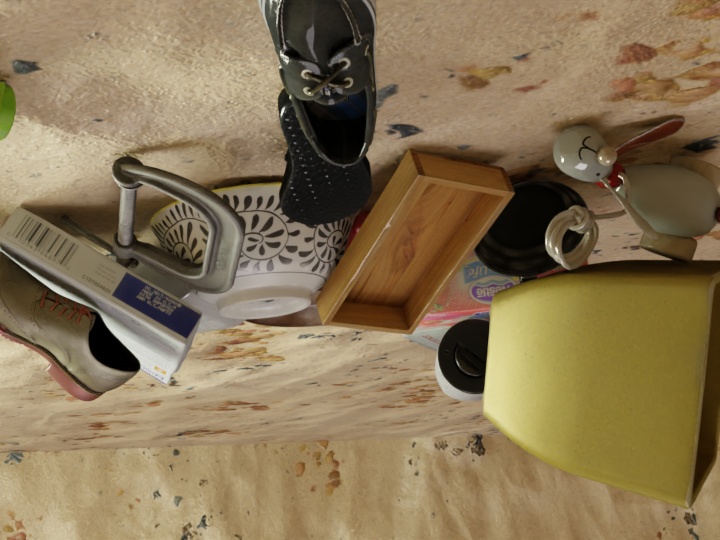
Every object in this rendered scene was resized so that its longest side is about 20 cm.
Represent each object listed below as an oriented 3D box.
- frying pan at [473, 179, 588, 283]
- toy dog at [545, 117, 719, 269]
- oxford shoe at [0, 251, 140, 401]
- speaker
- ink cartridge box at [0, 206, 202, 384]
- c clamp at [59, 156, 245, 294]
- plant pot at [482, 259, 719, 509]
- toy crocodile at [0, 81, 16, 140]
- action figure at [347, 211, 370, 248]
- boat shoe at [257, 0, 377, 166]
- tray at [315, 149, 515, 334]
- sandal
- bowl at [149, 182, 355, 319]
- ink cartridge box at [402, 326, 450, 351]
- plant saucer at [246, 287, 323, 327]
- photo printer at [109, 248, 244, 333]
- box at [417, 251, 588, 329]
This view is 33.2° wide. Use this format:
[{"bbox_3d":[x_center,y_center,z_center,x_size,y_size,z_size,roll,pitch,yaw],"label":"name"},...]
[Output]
[{"bbox_3d":[0.177,-0.018,1.174,0.115,0.031,0.190,-25,129,11],"label":"frying pan"},{"bbox_3d":[0.257,-0.065,1.029,0.200,0.132,0.096,-6,-168,-38],"label":"toy dog"},{"bbox_3d":[-0.281,0.038,1.105,0.075,0.070,0.200,-22,128,28],"label":"oxford shoe"},{"bbox_3d":[0.122,0.102,1.323,0.081,0.081,0.200,-6,171,3],"label":"speaker"},{"bbox_3d":[-0.254,0.030,1.172,0.199,0.041,0.200,30,159,-5],"label":"ink cartridge box"},{"bbox_3d":[-0.180,-0.038,1.033,0.171,0.027,0.200,31,150,-3],"label":"c clamp"},{"bbox_3d":[0.222,0.082,1.098,0.200,0.196,0.194,8,-173,22],"label":"plant pot"},{"bbox_3d":[-0.294,-0.090,0.825,0.067,0.062,0.200,8,162,-42],"label":"toy crocodile"},{"bbox_3d":[0.000,0.000,1.232,0.065,0.099,0.200,1,163,-26],"label":"action figure"},{"bbox_3d":[-0.018,-0.129,0.751,0.069,0.057,0.200,-7,159,5],"label":"boat shoe"},{"bbox_3d":[0.045,-0.021,1.096,0.099,0.037,0.200,8,136,-28],"label":"tray"},{"bbox_3d":[-0.028,-0.097,0.946,0.075,0.048,0.200,-3,153,-4],"label":"sandal"},{"bbox_3d":[-0.095,-0.009,1.143,0.201,0.094,0.201,-8,167,-2],"label":"bowl"},{"bbox_3d":[0.161,0.038,1.455,0.200,0.083,0.147,-10,165,19],"label":"ink cartridge box"},{"bbox_3d":[-0.049,0.033,1.471,0.200,0.035,0.200,-4,166,-1],"label":"plant saucer"},{"bbox_3d":[-0.223,0.029,1.314,0.200,0.070,0.166,-9,164,16],"label":"photo printer"},{"bbox_3d":[0.136,0.002,1.273,0.200,0.095,0.103,-6,169,3],"label":"box"}]
